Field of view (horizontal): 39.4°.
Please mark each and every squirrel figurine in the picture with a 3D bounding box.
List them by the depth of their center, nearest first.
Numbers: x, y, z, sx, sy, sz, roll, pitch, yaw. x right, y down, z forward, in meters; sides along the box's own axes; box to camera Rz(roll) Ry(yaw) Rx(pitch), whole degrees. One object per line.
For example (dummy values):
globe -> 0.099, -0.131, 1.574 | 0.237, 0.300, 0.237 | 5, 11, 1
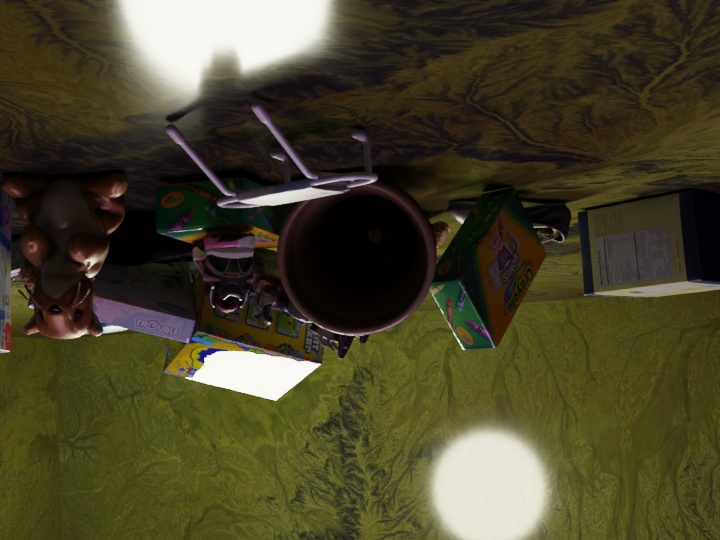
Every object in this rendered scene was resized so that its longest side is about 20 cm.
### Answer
squirrel figurine -> -0.353, -0.009, 1.219 | 0.141, 0.188, 0.200 | -1, 173, -14

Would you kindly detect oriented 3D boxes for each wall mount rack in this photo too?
wall mount rack -> -0.087, -0.111, 1.004 | 0.199, 0.075, 0.173 | -8, 175, 37

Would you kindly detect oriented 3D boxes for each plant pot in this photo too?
plant pot -> 0.007, -0.034, 1.307 | 0.199, 0.202, 0.175 | -4, -168, 12

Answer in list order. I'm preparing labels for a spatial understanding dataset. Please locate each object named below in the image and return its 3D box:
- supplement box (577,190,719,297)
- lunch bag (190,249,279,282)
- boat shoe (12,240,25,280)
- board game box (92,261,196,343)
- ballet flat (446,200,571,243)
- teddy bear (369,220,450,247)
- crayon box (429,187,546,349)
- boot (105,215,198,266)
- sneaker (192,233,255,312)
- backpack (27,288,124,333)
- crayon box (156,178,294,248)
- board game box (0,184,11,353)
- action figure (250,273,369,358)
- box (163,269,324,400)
supplement box -> 0.481, -0.034, 1.577 | 0.199, 0.135, 0.199 | 4, 170, -44
lunch bag -> -0.215, 0.033, 1.726 | 0.167, 0.140, 0.200 | 11, -169, -16
boat shoe -> -0.558, -0.014, 1.580 | 0.199, 0.075, 0.062 | -9, 167, 4
board game box -> -0.344, 0.020, 1.460 | 0.199, 0.044, 0.199 | 16, -160, -19
ballet flat -> 0.224, -0.067, 1.481 | 0.199, 0.069, 0.068 | -1, 173, -16
teddy bear -> 0.040, -0.059, 1.538 | 0.199, 0.067, 0.145 | -4, -170, -8
crayon box -> 0.173, -0.004, 1.351 | 0.058, 0.119, 0.200 | -8, -146, 39
boot -> -0.274, -0.042, 1.480 | 0.202, 0.074, 0.154 | -4, 176, 22
sneaker -> -0.172, 0.010, 1.254 | 0.080, 0.087, 0.200 | 0, 173, -6
backpack -> -0.443, 0.033, 1.710 | 0.199, 0.148, 0.183 | -11, 172, 33
crayon box -> -0.163, -0.068, 1.287 | 0.118, 0.059, 0.200 | -5, 173, 17
board game box -> -0.443, -0.010, 1.124 | 0.055, 0.201, 0.196 | -1, 174, -6
action figure -> -0.085, 0.051, 1.369 | 0.199, 0.070, 0.130 | 21, -167, 28
box -> -0.174, 0.093, 1.527 | 0.192, 0.123, 0.200 | 16, 152, -18
